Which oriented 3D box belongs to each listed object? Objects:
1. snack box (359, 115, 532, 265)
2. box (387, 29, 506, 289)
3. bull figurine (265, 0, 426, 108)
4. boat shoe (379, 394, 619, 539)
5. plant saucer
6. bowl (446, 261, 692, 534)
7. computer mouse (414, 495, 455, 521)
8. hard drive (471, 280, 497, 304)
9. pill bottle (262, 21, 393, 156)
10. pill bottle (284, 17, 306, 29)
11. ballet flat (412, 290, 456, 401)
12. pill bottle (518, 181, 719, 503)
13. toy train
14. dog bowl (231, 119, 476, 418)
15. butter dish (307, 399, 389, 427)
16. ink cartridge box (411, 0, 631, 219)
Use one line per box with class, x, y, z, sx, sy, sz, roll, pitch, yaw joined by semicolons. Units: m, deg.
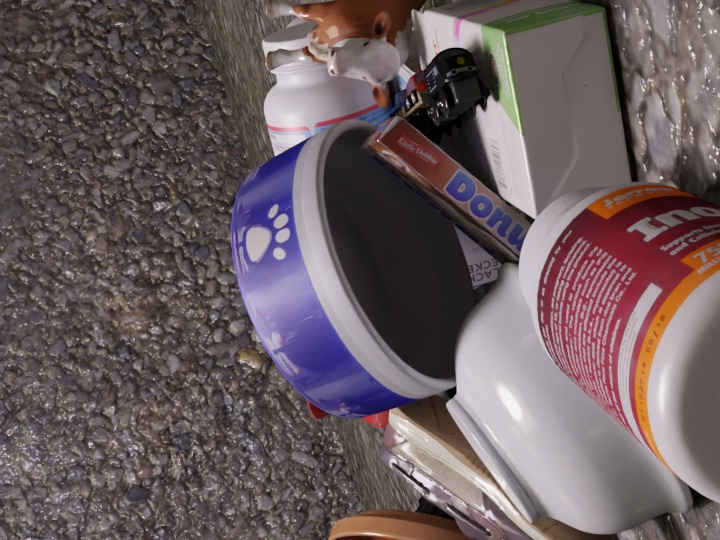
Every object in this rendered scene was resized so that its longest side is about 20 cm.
snack box;0.088;-0.029;0.793;0.200;0.024;0.072;39;176;-8
box;0.073;-0.093;1.005;0.117;0.060;0.201;-122;17;-61
bull figurine;-0.003;-0.195;0.901;0.200;0.121;0.065;-61;-28;-42
boat shoe;0.096;0.164;0.865;0.199;0.072;0.065;34;122;22
plant saucer;0.071;0.249;1.031;0.201;0.199;0.033;92;-166;-64
bowl;0.119;0.100;0.786;0.202;0.090;0.201;55;177;4
computer mouse;0.092;0.202;1.082;0.052;0.139;0.200;29;164;0
hard drive;0.119;0.113;0.948;0.132;0.027;0.201;137;118;-78
pill bottle;-0.020;-0.106;1.012;0.109;0.108;0.201;-129;25;-68
pill bottle;-0.019;-0.181;1.240;0.115;0.114;0.201;82;168;-45
ballet flat;0.084;0.106;0.952;0.066;0.057;0.201;-17;-87;-57
pill bottle;0.149;0.021;0.571;0.200;0.112;0.114;-132;27;-69
toy train;0.045;-0.110;0.788;0.200;0.034;0.046;158;98;-82
dog bowl;0.000;0.000;0.848;0.200;0.078;0.201;40;-143;-40
butter dish;0.051;0.080;1.183;0.148;0.200;0.200;41;157;28
ink cartridge box;0.098;-0.117;0.780;0.200;0.067;0.118;-130;25;-68
